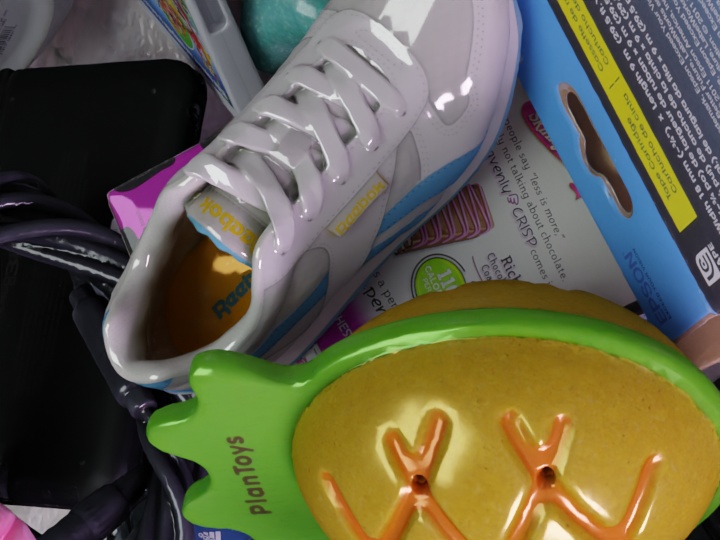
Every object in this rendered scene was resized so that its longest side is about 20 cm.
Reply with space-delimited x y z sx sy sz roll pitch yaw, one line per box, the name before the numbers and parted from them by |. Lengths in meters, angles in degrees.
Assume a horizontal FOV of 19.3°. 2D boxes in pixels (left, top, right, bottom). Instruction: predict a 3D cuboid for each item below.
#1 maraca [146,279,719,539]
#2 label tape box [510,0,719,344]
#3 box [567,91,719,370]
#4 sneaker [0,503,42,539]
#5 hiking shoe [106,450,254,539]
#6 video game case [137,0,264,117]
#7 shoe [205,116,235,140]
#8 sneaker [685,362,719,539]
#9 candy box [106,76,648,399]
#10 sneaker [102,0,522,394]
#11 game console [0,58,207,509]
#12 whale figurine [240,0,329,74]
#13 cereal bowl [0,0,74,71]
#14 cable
maraca | 0.028 0.063 0.727 0.199 0.107 0.137 -5 133 13
label tape box | 0.123 -0.076 0.664 0.145 0.063 0.200 64 160 11
box | 0.161 -0.076 0.706 0.200 0.021 0.164 -27 80 29
sneaker | -0.149 0.141 0.917 0.079 0.200 0.095 -52 28 -1
hiking shoe | -0.064 0.057 0.936 0.087 0.074 0.200 -49 31 31
video game case | -0.103 -0.169 0.890 0.143 0.018 0.200 49 167 45
shoe | 0.000 0.000 0.896 0.200 0.053 0.070 46 145 30
sneaker | 0.123 0.116 0.798 0.083 0.072 0.201 21 115 38
candy box | 0.020 -0.011 0.816 0.200 0.061 0.137 -26 80 16
sneaker | -0.016 -0.034 0.740 0.076 0.081 0.200 40 110 17
game console | -0.131 0.018 0.979 0.175 0.116 0.201 0 73 32
whale figurine | -0.049 -0.180 0.873 0.159 0.104 0.201 -4 98 45
cereal bowl | -0.202 -0.130 0.974 0.083 0.200 0.200 46 129 24
cable | -0.137 0.051 0.841 0.051 0.163 0.201 101 178 -65
